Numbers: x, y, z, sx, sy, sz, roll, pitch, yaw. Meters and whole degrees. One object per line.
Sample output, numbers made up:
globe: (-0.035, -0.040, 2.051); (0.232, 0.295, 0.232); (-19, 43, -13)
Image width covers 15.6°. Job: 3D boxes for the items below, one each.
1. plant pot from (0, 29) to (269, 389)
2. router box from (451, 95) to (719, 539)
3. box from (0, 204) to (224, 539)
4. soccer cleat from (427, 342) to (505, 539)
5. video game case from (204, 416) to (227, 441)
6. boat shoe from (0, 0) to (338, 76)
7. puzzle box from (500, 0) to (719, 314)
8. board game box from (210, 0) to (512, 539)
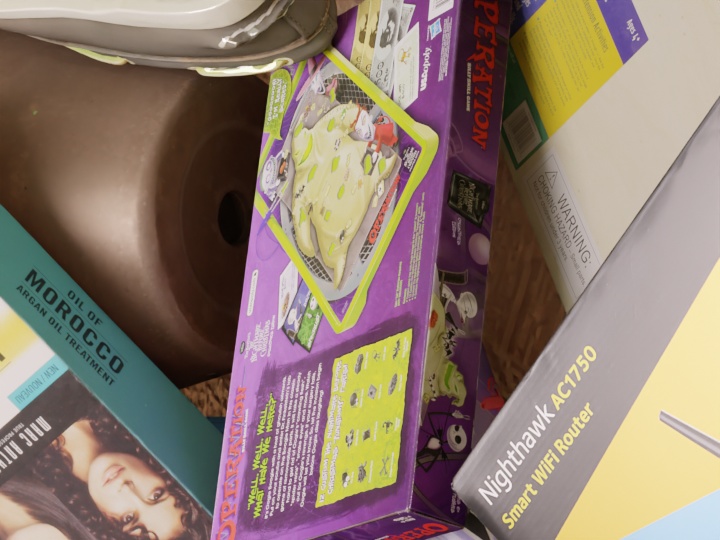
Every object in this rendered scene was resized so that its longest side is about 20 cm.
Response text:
plant pot: (-0.115, -0.022, 1.029); (0.174, 0.200, 0.202); (-1, 89, 35)
router box: (0.132, 0.041, 0.753); (0.149, 0.051, 0.201); (47, 122, 25)
box: (-0.135, 0.036, 0.940); (0.082, 0.049, 0.200); (-40, 100, 24)
soccer cleat: (0.044, 0.097, 0.908); (0.076, 0.067, 0.202); (-8, 80, 28)
video game case: (-0.115, 0.124, 1.008); (0.018, 0.198, 0.144); (-67, -24, -69)
boat shoe: (-0.095, -0.112, 0.971); (0.201, 0.060, 0.073); (14, 74, 39)
puzzle box: (0.101, -0.051, 0.854); (0.133, 0.025, 0.201); (-45, 55, 43)
board game box: (0.000, 0.000, 0.898); (0.120, 0.032, 0.202); (-19, 57, 48)
